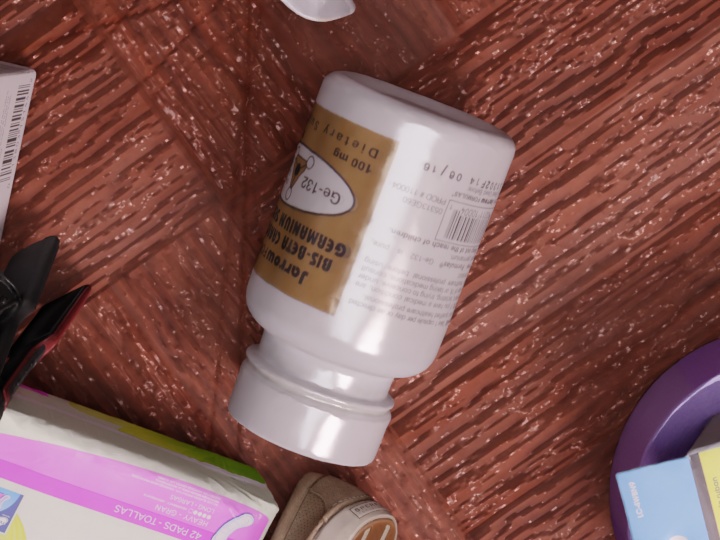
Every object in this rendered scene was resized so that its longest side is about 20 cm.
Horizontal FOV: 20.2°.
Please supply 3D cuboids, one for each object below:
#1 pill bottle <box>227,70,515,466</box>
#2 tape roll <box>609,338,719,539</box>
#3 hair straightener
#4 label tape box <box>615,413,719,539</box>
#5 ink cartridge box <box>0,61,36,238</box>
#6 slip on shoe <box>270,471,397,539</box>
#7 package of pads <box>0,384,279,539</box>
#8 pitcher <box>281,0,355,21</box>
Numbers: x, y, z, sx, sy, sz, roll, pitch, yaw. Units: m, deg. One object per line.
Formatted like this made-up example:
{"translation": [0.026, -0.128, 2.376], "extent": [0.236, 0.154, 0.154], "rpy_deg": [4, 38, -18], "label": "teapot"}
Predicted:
{"translation": [0.000, 0.000, 1.124], "extent": [0.114, 0.114, 0.200], "rpy_deg": [20, 99, -6], "label": "pill bottle"}
{"translation": [0.250, 0.137, 1.187], "extent": [0.200, 0.066, 0.201], "rpy_deg": [0, 101, -2], "label": "tape roll"}
{"translation": [-0.201, 0.027, 1.076], "extent": [0.041, 0.200, 0.077], "rpy_deg": [-24, 108, 22], "label": "hair straightener"}
{"translation": [0.250, 0.143, 1.124], "extent": [0.199, 0.066, 0.144], "rpy_deg": [-15, 101, 3], "label": "label tape box"}
{"translation": [-0.235, -0.011, 1.077], "extent": [0.045, 0.176, 0.201], "rpy_deg": [14, 99, 5], "label": "ink cartridge box"}
{"translation": [-0.047, 0.213, 1.193], "extent": [0.061, 0.076, 0.200], "rpy_deg": [33, 110, 32], "label": "slip on shoe"}
{"translation": [-0.164, 0.159, 1.140], "extent": [0.200, 0.068, 0.155], "rpy_deg": [23, 100, -28], "label": "package of pads"}
{"translation": [-0.048, -0.257, 1.078], "extent": [0.171, 0.121, 0.200], "rpy_deg": [22, 111, 1], "label": "pitcher"}
